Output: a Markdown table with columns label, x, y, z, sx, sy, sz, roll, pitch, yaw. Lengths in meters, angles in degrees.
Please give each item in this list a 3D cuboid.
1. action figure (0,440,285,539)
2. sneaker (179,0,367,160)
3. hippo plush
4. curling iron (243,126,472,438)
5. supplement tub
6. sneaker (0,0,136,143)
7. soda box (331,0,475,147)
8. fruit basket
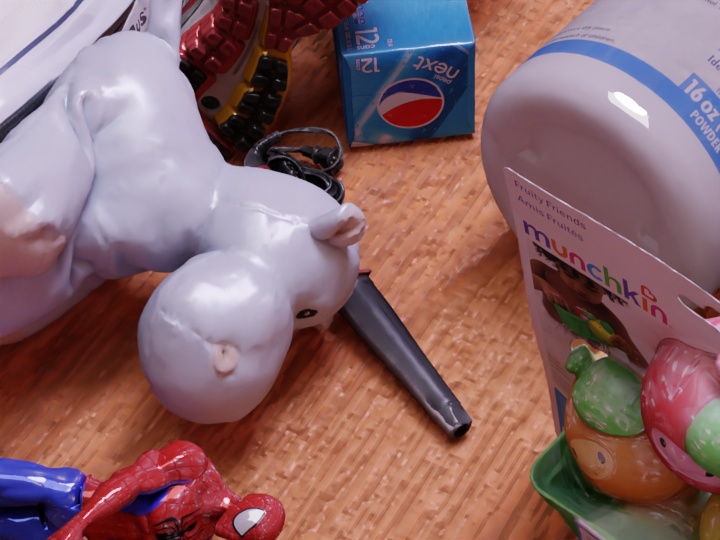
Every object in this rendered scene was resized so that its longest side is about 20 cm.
| label | x | y | z | sx | sy | sz | roll | pitch | yaw |
| --- | --- | --- | --- | --- | --- | --- | --- | --- | --- |
| action figure | -0.131 | 0.114 | 0.776 | 0.198 | 0.066 | 0.099 | 0 | 40 | 6 |
| sneaker | -0.044 | -0.148 | 0.926 | 0.078 | 0.200 | 0.082 | 27 | 38 | -21 |
| hippo plush | -0.085 | -0.012 | 0.861 | 0.160 | 0.159 | 0.200 | 34 | 61 | -1 |
| curling iron | 0.000 | 0.000 | 0.891 | 0.049 | 0.026 | 0.200 | -23 | 51 | -11 |
| supplement tub | 0.162 | -0.085 | 0.874 | 0.132 | 0.132 | 0.200 | 32 | 59 | 28 |
| sneaker | -0.165 | -0.102 | 0.888 | 0.071 | 0.073 | 0.200 | 34 | 45 | -1 |
| soda box | 0.015 | -0.158 | 1.005 | 0.067 | 0.064 | 0.201 | -6 | 49 | -2 |
| fruit basket | 0.127 | 0.069 | 0.708 | 0.185 | 0.200 | 0.094 | 36 | 74 | 29 |
